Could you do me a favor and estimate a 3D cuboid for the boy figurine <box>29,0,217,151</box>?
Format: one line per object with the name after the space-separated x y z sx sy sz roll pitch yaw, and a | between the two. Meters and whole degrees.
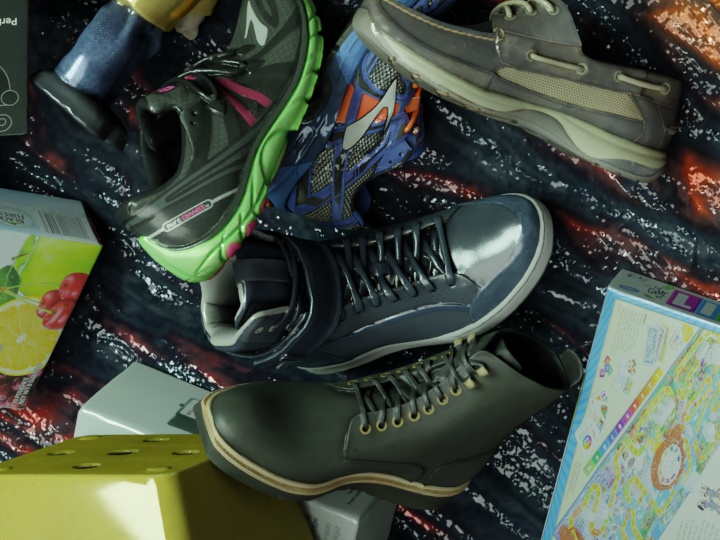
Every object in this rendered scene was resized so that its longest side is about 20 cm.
-0.105 -0.166 1.255 0.064 0.124 0.200 40 88 13 | boy figurine

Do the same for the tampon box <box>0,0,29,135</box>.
-0.265 -0.188 1.213 0.149 0.126 0.201 -3 124 -14 | tampon box

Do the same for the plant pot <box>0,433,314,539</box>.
-0.131 0.192 1.263 0.199 0.200 0.177 -2 94 23 | plant pot

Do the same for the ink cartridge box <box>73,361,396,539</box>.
-0.090 0.166 1.382 0.199 0.083 0.147 20 115 16 | ink cartridge box

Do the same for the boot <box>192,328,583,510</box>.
0.017 0.070 1.249 0.138 0.199 0.078 -43 54 36 | boot

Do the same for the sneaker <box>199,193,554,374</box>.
0.000 0.002 1.244 0.202 0.146 0.077 -26 65 28 | sneaker

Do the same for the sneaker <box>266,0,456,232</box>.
0.013 -0.104 1.257 0.078 0.075 0.200 32 124 -6 | sneaker

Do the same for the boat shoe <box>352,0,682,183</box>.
0.089 -0.115 1.190 0.199 0.074 0.074 23 93 -22 | boat shoe

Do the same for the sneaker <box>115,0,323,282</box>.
-0.078 -0.091 1.204 0.084 0.201 0.077 29 146 -15 | sneaker

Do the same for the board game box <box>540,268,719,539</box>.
0.188 0.114 1.274 0.134 0.034 0.201 20 115 15 | board game box

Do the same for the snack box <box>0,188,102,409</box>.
-0.280 0.011 1.352 0.143 0.199 0.053 -61 38 27 | snack box
